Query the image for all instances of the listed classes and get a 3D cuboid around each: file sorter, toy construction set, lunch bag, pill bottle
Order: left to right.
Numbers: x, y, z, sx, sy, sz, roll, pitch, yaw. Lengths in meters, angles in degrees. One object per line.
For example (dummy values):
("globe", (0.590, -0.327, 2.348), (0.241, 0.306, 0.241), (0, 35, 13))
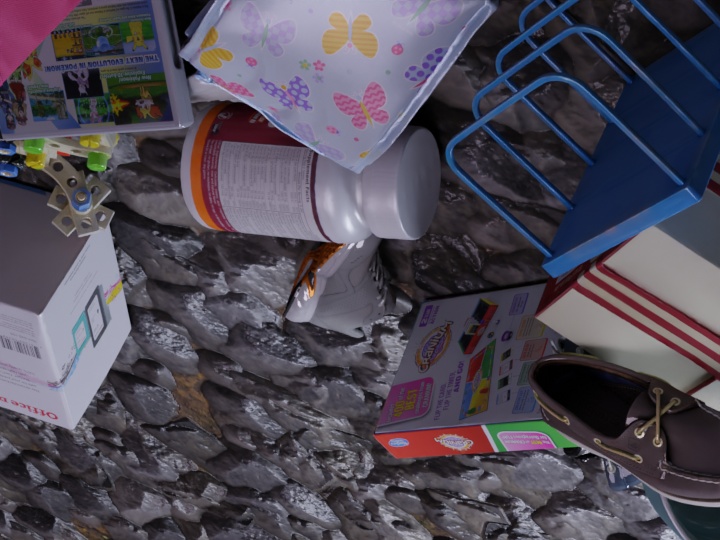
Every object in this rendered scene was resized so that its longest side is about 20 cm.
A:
("toy construction set", (-0.271, -0.113, 1.383), (0.130, 0.093, 0.200), (7, 150, -10))
("pill bottle", (-0.041, -0.080, 1.251), (0.198, 0.110, 0.110), (6, 140, 26))
("lunch bag", (-0.017, -0.185, 1.075), (0.169, 0.128, 0.200), (32, 123, -9))
("file sorter", (0.163, -0.126, 0.996), (0.123, 0.201, 0.138), (41, 142, -14))

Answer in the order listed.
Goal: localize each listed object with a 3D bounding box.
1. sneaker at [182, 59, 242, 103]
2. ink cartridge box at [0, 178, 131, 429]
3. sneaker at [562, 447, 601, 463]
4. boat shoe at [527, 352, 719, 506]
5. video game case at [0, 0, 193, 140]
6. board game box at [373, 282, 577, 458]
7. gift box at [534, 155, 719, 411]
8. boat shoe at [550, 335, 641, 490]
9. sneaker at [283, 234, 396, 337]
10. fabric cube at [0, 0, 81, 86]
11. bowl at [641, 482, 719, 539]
("sneaker", (-0.082, -0.152, 1.219), (0.199, 0.073, 0.085), (-9, 129, 37))
("ink cartridge box", (-0.340, 0.034, 1.549), (0.145, 0.147, 0.201), (16, 143, 13))
("sneaker", (0.233, 0.139, 1.365), (0.199, 0.098, 0.071), (22, 142, 4))
("boat shoe", (0.202, 0.109, 1.072), (0.199, 0.072, 0.060), (22, 164, 46))
("video game case", (-0.232, -0.201, 1.225), (0.198, 0.022, 0.184), (0, 106, 32))
("board game box", (0.119, 0.085, 1.322), (0.199, 0.154, 0.040), (-9, 136, 40))
("gift box", (0.253, 0.006, 1.108), (0.186, 0.201, 0.185), (31, 150, -9))
("boat shoe", (0.186, 0.074, 1.197), (0.061, 0.202, 0.075), (-25, 170, 15))
("sneaker", (0.000, 0.000, 1.371), (0.091, 0.076, 0.200), (23, 152, -8))
("fabric cube", (-0.297, -0.280, 1.064), (0.195, 0.200, 0.201), (17, 143, 26))
("bowl", (0.315, 0.159, 1.282), (0.200, 0.202, 0.105), (33, 163, -9))
